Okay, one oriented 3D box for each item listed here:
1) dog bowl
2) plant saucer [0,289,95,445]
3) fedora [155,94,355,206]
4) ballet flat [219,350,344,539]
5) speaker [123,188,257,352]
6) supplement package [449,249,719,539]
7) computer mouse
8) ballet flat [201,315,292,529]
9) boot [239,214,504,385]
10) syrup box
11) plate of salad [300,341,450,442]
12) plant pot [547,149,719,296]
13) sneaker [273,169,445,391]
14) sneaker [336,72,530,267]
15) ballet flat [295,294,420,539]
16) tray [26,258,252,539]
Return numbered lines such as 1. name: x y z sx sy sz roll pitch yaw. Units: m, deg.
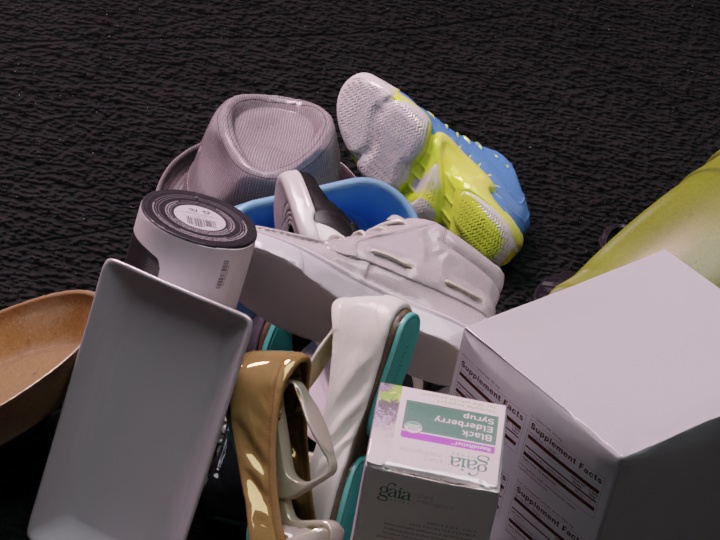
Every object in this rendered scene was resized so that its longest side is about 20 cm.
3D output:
1. dog bowl: -0.038 -0.011 1.545 0.199 0.050 0.112 -14 80 -31
2. plant saucer: -0.252 0.080 1.354 0.199 0.036 0.200 -23 20 8
3. fedora: -0.075 -0.079 1.646 0.176 0.091 0.200 14 35 5
4. ballet flat: -0.043 0.146 1.264 0.063 0.201 0.069 -14 -9 19
5. speaker: -0.131 0.053 1.342 0.081 0.201 0.081 16 24 -7
6. supplement package: 0.162 0.127 1.320 0.191 0.201 0.147 -18 44 -36
7. computer mouse: 0.190 0.010 1.650 0.058 0.034 0.200 7 25 26
8. ballet flat: -0.084 0.099 1.412 0.073 0.073 0.200 7 42 -6
9. boot: 0.000 0.000 1.392 0.199 0.074 0.096 25 52 -4
10. syrup box: 0.032 0.171 1.220 0.078 0.201 0.082 10 34 1
11. plate of salad: 0.045 0.090 1.476 0.199 0.048 0.200 -2 32 2
12. plant pot: 0.245 0.034 1.507 0.192 0.201 0.200 -26 47 -25
13. sneaker: 0.013 0.009 1.466 0.111 0.073 0.201 -10 59 -18
14. sneaker: 0.065 -0.086 1.691 0.200 0.076 0.105 51 29 7
15. ballet flat: -0.016 0.110 1.328 0.069 0.201 0.069 15 1 0
16. tray: -0.139 0.101 1.290 0.107 0.201 0.022 22 15 14
